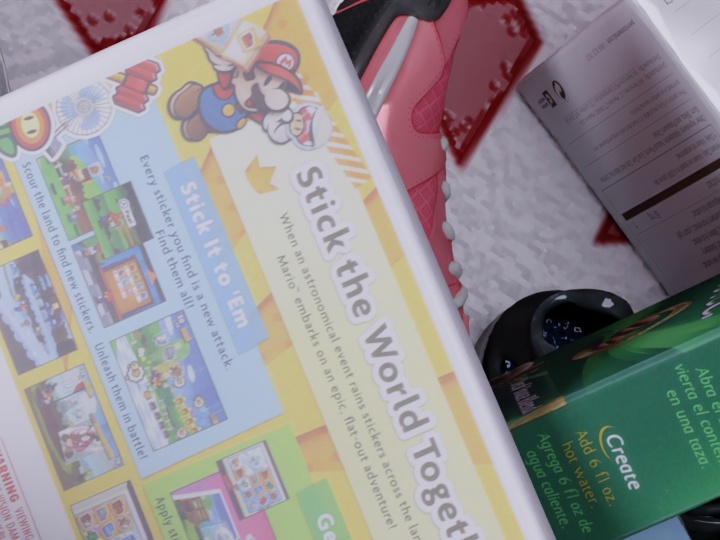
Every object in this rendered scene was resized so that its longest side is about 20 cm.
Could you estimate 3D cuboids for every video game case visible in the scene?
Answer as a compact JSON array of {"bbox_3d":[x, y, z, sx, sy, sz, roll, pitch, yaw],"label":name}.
[{"bbox_3d":[-0.057,0.048,0.714,0.181,0.023,0.201,-24,81,4],"label":"video game case"}]

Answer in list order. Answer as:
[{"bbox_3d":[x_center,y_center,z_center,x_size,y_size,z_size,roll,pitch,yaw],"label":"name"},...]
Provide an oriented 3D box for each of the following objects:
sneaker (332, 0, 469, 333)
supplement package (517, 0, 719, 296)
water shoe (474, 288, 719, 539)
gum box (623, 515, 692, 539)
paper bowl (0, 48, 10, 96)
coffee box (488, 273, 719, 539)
[{"bbox_3d":[0.000,0.000,0.871,0.087,0.074,0.201,26,79,-22],"label":"sneaker"},{"bbox_3d":[0.167,-0.024,0.880,0.121,0.120,0.200,-37,91,-17],"label":"supplement package"},{"bbox_3d":[0.114,0.086,0.868,0.200,0.079,0.072,41,74,-4],"label":"water shoe"},{"bbox_3d":[0.035,0.181,0.735,0.199,0.045,0.170,-26,74,-12],"label":"gum box"},{"bbox_3d":[-0.198,-0.035,0.800,0.200,0.104,0.202,3,78,-13],"label":"paper bowl"},{"bbox_3d":[0.095,0.030,0.761,0.199,0.123,0.044,-25,93,16],"label":"coffee box"}]
